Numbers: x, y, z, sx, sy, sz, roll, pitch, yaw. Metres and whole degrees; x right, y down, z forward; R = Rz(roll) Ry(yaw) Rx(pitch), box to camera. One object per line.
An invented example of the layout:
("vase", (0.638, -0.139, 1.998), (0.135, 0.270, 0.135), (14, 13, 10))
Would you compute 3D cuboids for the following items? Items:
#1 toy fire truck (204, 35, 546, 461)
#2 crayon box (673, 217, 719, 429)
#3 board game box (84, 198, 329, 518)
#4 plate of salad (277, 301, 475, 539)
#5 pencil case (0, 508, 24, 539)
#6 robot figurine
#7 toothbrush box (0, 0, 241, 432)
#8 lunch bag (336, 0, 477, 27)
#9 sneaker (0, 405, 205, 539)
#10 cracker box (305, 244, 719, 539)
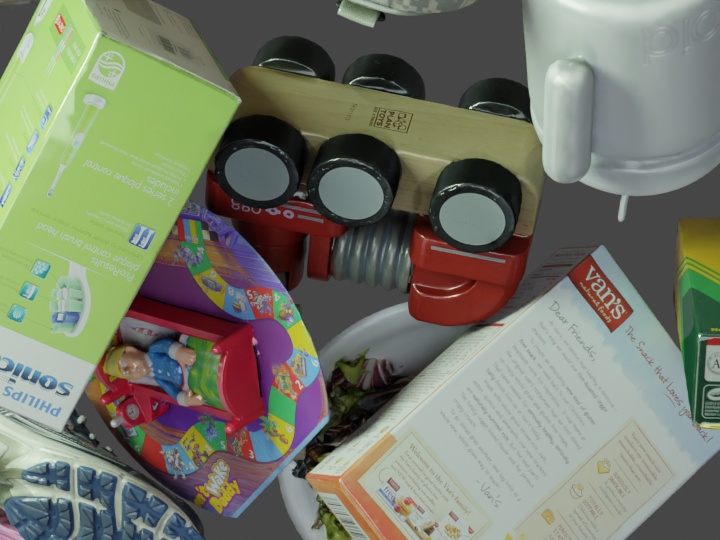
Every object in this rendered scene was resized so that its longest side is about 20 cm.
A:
("toy fire truck", (0.000, 0.000, 1.496), (0.176, 0.129, 0.200), (11, 132, 4))
("crayon box", (0.269, 0.026, 1.449), (0.200, 0.173, 0.058), (1, 112, 2))
("board game box", (-0.103, 0.055, 1.491), (0.158, 0.039, 0.200), (51, 139, 7))
("plate of salad", (0.051, 0.111, 1.563), (0.200, 0.048, 0.200), (1, 113, 3))
("pencil case", (-0.208, 0.157, 1.574), (0.200, 0.087, 0.083), (24, 118, -8))
("robot figurine", (0.139, -0.118, 1.407), (0.113, 0.170, 0.200), (24, 145, 28))
("toothbrush box", (-0.155, -0.041, 1.439), (0.086, 0.146, 0.200), (26, 102, -21))
("lunch bag", (0.037, -0.231, 1.361), (0.139, 0.168, 0.200), (19, 111, -5))
("sneaker", (-0.172, 0.100, 1.533), (0.200, 0.085, 0.077), (27, 126, -6))
("cracker box", (0.089, 0.098, 1.496), (0.200, 0.058, 0.134), (-40, 102, -17))
